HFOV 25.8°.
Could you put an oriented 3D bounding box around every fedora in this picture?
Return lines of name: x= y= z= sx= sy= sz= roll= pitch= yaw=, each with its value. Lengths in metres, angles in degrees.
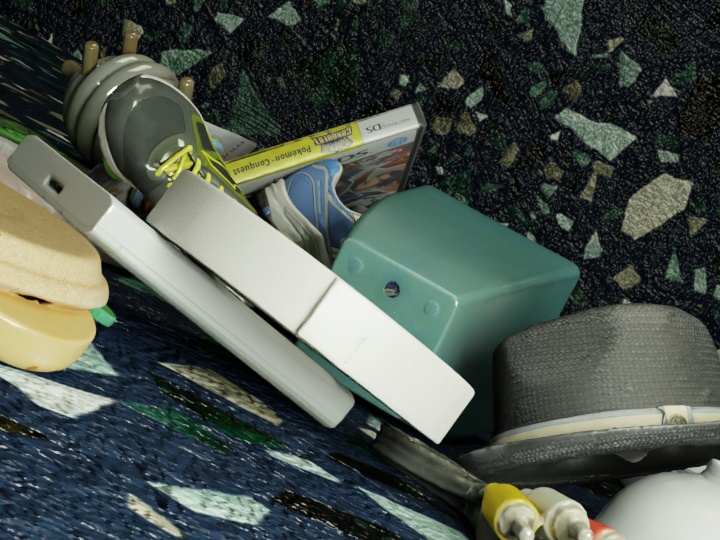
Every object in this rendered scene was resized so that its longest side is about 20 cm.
fedora: x=0.149 y=0.074 z=0.952 sx=0.199 sy=0.092 sz=0.201 roll=-6 pitch=-15 yaw=-2

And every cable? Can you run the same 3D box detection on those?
cable: x=0.079 y=0.119 z=0.838 sx=0.097 sy=0.051 sz=0.200 roll=21 pitch=7 yaw=-26

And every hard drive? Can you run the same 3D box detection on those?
hard drive: x=-0.100 y=0.007 z=0.885 sx=0.200 sy=0.026 sz=0.132 roll=43 pitch=-5 yaw=-36

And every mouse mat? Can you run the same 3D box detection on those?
mouse mat: x=-0.338 y=-0.134 z=1.470 sx=0.199 sy=0.008 sz=0.161 roll=23 pitch=7 yaw=-47

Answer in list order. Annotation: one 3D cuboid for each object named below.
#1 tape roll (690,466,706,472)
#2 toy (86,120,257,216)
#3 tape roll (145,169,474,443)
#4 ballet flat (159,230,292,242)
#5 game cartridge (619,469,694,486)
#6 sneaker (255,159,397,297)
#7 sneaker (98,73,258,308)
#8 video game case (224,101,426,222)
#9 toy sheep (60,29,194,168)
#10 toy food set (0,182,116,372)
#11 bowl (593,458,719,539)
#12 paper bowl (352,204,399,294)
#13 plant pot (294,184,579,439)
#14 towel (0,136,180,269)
tape roll: x=0.383 y=0.180 z=1.534 sx=0.201 sy=0.071 sz=0.202 roll=20 pitch=6 yaw=-2
toy: x=-0.158 y=-0.074 z=1.344 sx=0.047 sy=0.115 sz=0.200 roll=57 pitch=12 yaw=16
tape roll: x=-0.027 y=0.020 z=0.848 sx=0.202 sy=0.037 sz=0.203 roll=37 pitch=-4 yaw=3
ballet flat: x=-0.091 y=-0.013 z=1.240 sx=0.199 sy=0.064 sz=0.075 roll=32 pitch=5 yaw=33
game cartridge: x=0.289 y=0.202 z=1.339 sx=0.132 sy=0.042 sz=0.200 roll=24 pitch=5 yaw=-6
sneaker: x=0.000 y=0.000 z=1.281 sx=0.201 sy=0.077 sz=0.076 roll=54 pitch=-3 yaw=-7
sneaker: x=-0.110 y=-0.053 z=1.105 sx=0.084 sy=0.074 sz=0.201 roll=33 pitch=-20 yaw=46
video game case: x=-0.040 y=-0.077 z=1.381 sx=0.200 sy=0.179 sz=0.026 roll=107 pitch=-36 yaw=-74
toy sheep: x=-0.233 y=-0.157 z=1.568 sx=0.200 sy=0.138 sz=0.138 roll=44 pitch=12 yaw=31
toy food set: x=-0.204 y=-0.023 z=0.735 sx=0.199 sy=0.049 sz=0.198 roll=28 pitch=4 yaw=-6
bowl: x=0.223 y=0.171 z=0.910 sx=0.200 sy=0.091 sz=0.201 roll=28 pitch=4 yaw=-2
paper bowl: x=0.060 y=0.029 z=1.440 sx=0.200 sy=0.105 sz=0.201 roll=28 pitch=5 yaw=-3
plant pot: x=0.042 y=0.031 z=1.107 sx=0.141 sy=0.142 sz=0.200 roll=29 pitch=12 yaw=18
towel: x=-0.234 y=-0.059 z=1.086 sx=0.199 sy=0.032 sz=0.191 roll=23 pitch=7 yaw=-44
